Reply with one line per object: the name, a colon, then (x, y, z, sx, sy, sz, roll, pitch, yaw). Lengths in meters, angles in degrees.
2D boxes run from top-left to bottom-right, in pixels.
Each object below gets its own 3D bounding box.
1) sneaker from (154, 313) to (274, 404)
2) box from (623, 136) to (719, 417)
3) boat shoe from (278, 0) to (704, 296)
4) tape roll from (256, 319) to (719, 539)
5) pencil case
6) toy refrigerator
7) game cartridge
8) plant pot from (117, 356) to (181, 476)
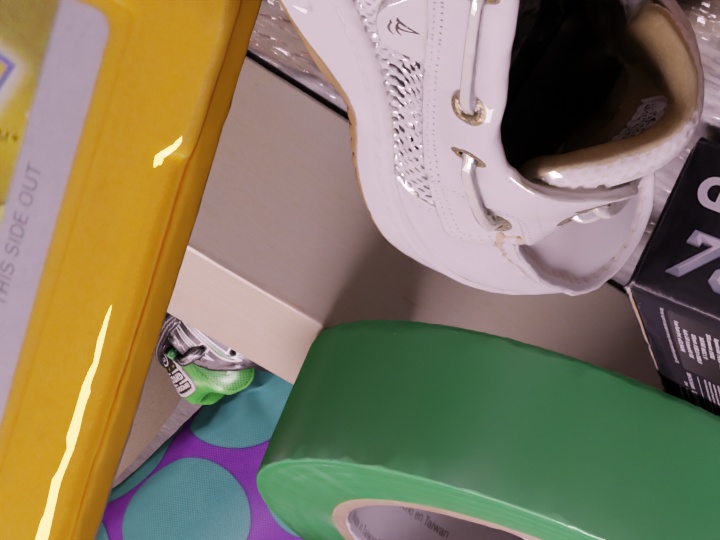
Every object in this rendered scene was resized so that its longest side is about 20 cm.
sneaker: (-0.057, -0.005, 0.956, 0.199, 0.086, 0.078, 29, 169, -11)
box: (0.177, 0.050, 0.745, 0.198, 0.050, 0.200, 22, 168, 18)
boat shoe: (0.039, -0.037, 0.592, 0.069, 0.071, 0.200, 23, 168, 25)
tape roll: (0.068, 0.081, 0.842, 0.199, 0.048, 0.201, 21, 163, 7)
pencil case: (-0.059, 0.093, 1.117, 0.092, 0.200, 0.085, 44, 174, 15)
toy refrigerator: (0.000, 0.000, 0.890, 0.199, 0.070, 0.076, 30, 162, -22)
game cartridge: (-0.117, -0.047, 0.632, 0.175, 0.201, 0.032, 24, -154, 12)
plant pot: (-0.140, 0.018, 1.066, 0.134, 0.202, 0.200, -2, -171, -37)
